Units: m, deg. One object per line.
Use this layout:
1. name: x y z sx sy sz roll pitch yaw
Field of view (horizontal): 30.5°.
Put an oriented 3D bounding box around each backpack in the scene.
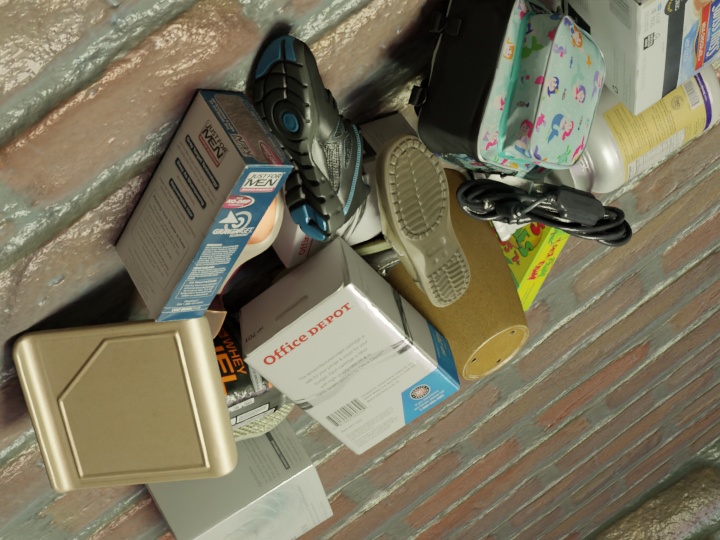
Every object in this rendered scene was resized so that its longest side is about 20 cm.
1. backpack: 0.158 -0.179 1.325 0.199 0.149 0.180 13 91 -64

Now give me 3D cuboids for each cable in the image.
1. cable: 0.196 -0.059 1.409 0.198 0.162 0.052 9 87 -41

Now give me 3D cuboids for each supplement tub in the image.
1. supplement tub: 0.289 -0.179 1.494 0.198 0.146 0.146 -32 152 -7
2. supplement tub: -0.162 0.119 1.461 0.198 0.123 0.123 -21 149 -27

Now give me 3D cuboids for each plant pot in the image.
1. plant pot: 0.102 0.020 1.529 0.185 0.201 0.187 -26 150 -16

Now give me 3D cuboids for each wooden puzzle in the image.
1. wooden puzzle: -0.235 0.134 1.344 0.197 0.037 0.188 -8 115 3

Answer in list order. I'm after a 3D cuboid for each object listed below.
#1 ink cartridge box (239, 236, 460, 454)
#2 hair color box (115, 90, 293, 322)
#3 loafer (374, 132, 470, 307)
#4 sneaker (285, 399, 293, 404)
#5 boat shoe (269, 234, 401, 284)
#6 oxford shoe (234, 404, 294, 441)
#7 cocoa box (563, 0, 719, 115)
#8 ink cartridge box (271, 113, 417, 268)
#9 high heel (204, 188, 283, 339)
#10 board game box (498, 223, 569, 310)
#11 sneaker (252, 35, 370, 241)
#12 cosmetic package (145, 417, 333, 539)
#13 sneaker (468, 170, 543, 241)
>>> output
1. ink cartridge box: -0.011 0.084 1.398 0.146 0.086 0.200 -34 124 18
2. hair color box: -0.149 -0.057 1.230 0.060 0.101 0.201 -4 139 -44
3. loafer: 0.052 -0.052 1.345 0.075 0.068 0.202 -33 126 -22
4. sneaker: -0.053 0.118 1.567 0.198 0.071 0.081 -11 157 42
5. boat shoe: -0.001 0.000 1.453 0.198 0.067 0.072 -16 -172 12
6. oxford shoe: -0.165 0.183 1.636 0.199 0.076 0.057 -30 -165 -29
7. cocoa box: 0.293 -0.286 1.345 0.130 0.134 0.201 -33 153 -7
8. ink cartridge box: -0.034 -0.077 1.365 0.198 0.068 0.117 -20 148 -27
9. high heel: -0.140 -0.034 1.325 0.067 0.096 0.202 16 115 -33
10. board game box: 0.200 -0.046 1.643 0.047 0.102 0.201 -15 146 -32
11. sneaker: -0.043 -0.131 1.237 0.082 0.073 0.202 -39 132 -35
12. cosmetic package: -0.157 0.297 1.745 0.198 0.124 0.200 -30 152 -9
13. sneaker: 0.159 -0.117 1.490 0.079 0.074 0.200 -26 144 7
